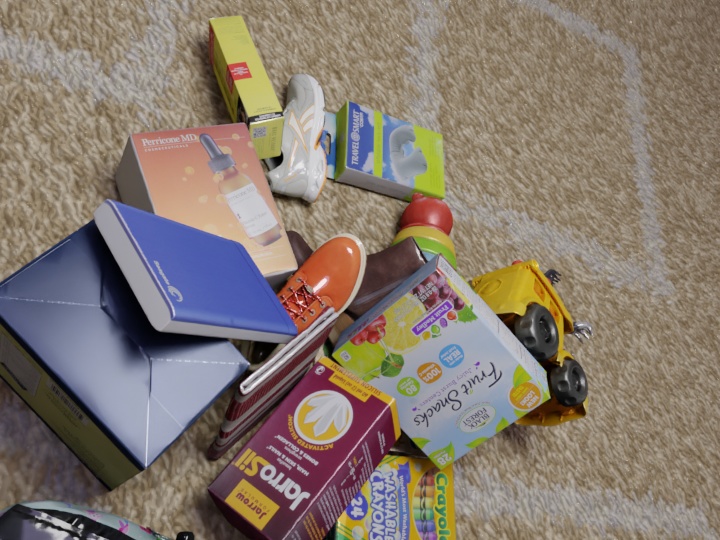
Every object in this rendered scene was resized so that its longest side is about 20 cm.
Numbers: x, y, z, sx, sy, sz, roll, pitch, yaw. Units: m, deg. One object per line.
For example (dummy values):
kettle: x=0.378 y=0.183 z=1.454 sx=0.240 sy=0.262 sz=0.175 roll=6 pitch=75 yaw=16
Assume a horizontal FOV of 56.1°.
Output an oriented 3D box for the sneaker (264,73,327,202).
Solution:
sneaker: x=-0.100 y=-0.197 z=0.956 sx=0.091 sy=0.076 sz=0.202 roll=5 pitch=66 yaw=-23

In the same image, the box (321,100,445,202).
box: x=0.036 y=-0.179 z=1.040 sx=0.198 sy=0.048 sz=0.123 roll=13 pitch=63 yaw=-26

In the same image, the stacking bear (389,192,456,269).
stacking bear: x=0.086 y=-0.018 z=0.967 sx=0.121 sy=0.114 sz=0.201 roll=26 pitch=54 yaw=-18

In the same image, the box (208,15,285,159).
box: x=-0.156 y=-0.249 z=0.912 sx=0.050 sy=0.075 sz=0.201 roll=-13 pitch=62 yaw=-19

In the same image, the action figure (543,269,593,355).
action figure: x=0.292 y=0.102 z=1.026 sx=0.101 sy=0.119 sz=0.202 roll=12 pitch=58 yaw=-19

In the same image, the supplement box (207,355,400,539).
supplement box: x=-0.057 y=0.211 z=0.755 sx=0.110 sy=0.086 sz=0.200 roll=26 pitch=57 yaw=29

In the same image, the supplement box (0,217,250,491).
supplement box: x=-0.248 y=0.090 z=0.668 sx=0.200 sy=0.200 sz=0.134 roll=48 pitch=55 yaw=-3

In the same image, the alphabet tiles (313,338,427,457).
alphabet tiles: x=0.034 y=0.151 z=0.889 sx=0.198 sy=0.008 sz=0.169 roll=10 pitch=63 yaw=-8

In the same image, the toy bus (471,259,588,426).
toy bus: x=0.227 y=0.082 z=0.918 sx=0.200 sy=0.135 sz=0.193 roll=51 pitch=44 yaw=-19

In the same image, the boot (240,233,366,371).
boot: x=-0.066 y=0.040 z=0.791 sx=0.075 sy=0.107 sz=0.201 roll=38 pitch=92 yaw=8

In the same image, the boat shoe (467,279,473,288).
boat shoe: x=0.146 y=0.095 z=0.969 sx=0.064 sy=0.071 sz=0.202 roll=24 pitch=61 yaw=-19

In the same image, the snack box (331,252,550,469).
snack box: x=0.095 y=0.110 z=0.798 sx=0.200 sy=0.168 sz=0.068 roll=46 pitch=22 yaw=-9

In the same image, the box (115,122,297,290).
box: x=-0.190 y=-0.061 z=0.824 sx=0.151 sy=0.106 sz=0.202 roll=-15 pitch=77 yaw=-33

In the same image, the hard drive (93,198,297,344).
hard drive: x=-0.148 y=0.008 z=0.648 sx=0.132 sy=0.025 sz=0.200 roll=54 pitch=14 yaw=22

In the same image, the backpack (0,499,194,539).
backpack: x=-0.265 y=0.296 z=0.616 sx=0.199 sy=0.126 sz=0.168 roll=33 pitch=55 yaw=-16

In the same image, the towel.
towel: x=-0.100 y=0.125 z=0.740 sx=0.023 sy=0.200 sz=0.144 roll=43 pitch=53 yaw=9

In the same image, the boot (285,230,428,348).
boot: x=0.000 y=0.000 z=0.864 sx=0.201 sy=0.166 sz=0.072 roll=57 pitch=18 yaw=4

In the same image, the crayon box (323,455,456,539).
crayon box: x=0.049 y=0.298 z=0.840 sx=0.198 sy=0.052 sz=0.127 roll=12 pitch=64 yaw=-26
